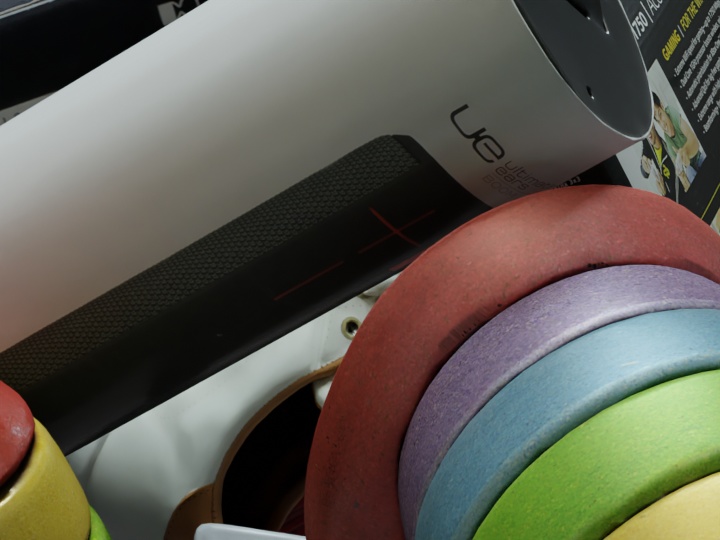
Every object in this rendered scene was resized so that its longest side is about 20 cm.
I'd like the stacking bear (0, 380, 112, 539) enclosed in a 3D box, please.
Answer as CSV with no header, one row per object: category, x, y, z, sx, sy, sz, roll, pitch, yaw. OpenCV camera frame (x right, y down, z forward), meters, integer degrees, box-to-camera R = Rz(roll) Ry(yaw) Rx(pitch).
stacking bear,-0.107,0.067,0.664,0.121,0.200,0.114,-16,23,-8

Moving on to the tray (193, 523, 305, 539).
tray,0.012,0.118,0.681,0.107,0.022,0.200,8,22,-7

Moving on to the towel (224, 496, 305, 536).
towel,-0.042,0.041,0.926,0.144,0.023,0.200,-27,24,-26

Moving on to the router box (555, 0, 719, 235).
router box,0.092,-0.022,0.829,0.051,0.149,0.200,-20,17,27

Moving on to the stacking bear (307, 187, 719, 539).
stacking bear,0.077,0.081,0.613,0.121,0.114,0.200,-20,41,-12

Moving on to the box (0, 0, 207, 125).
box,-0.138,-0.046,1.027,0.196,0.118,0.200,-19,19,-5

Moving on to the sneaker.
sneaker,0.000,0.000,0.810,0.085,0.073,0.200,28,87,31

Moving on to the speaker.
speaker,-0.032,-0.022,0.710,0.200,0.081,0.081,-28,17,21
